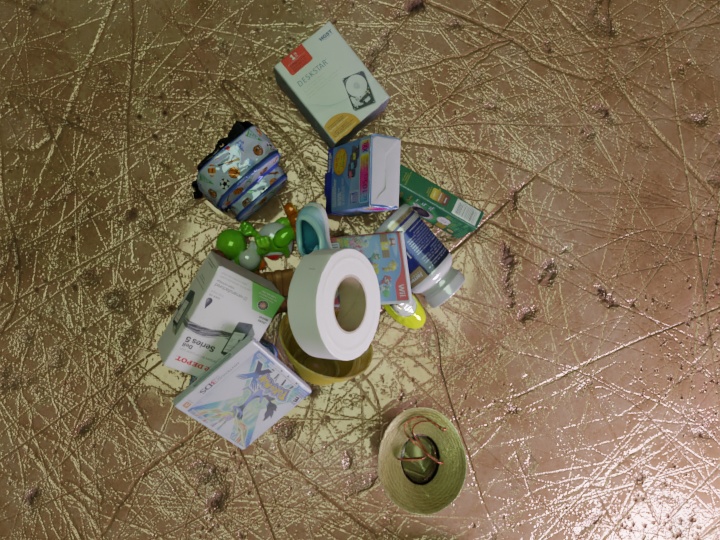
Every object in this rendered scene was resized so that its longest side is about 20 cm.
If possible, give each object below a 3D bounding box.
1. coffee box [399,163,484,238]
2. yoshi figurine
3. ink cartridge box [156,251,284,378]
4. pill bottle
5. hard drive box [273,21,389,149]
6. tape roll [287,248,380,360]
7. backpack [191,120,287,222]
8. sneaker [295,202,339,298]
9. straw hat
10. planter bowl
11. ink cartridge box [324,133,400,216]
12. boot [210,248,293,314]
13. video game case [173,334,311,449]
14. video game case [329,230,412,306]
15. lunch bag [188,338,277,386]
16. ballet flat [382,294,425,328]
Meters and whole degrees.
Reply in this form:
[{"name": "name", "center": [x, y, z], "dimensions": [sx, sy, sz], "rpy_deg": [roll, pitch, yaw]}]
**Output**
[{"name": "coffee box", "center": [0.146, -0.139, 1.112], "dimensions": [0.197, 0.123, 0.045], "rpy_deg": [29, 81, -3]}, {"name": "yoshi figurine", "center": [-0.212, -0.069, 1.100], "dimensions": [0.198, 0.113, 0.113], "rpy_deg": [-34, 75, -2]}, {"name": "ink cartridge box", "center": [-0.255, 0.093, 0.983], "dimensions": [0.144, 0.084, 0.202], "rpy_deg": [29, 94, -35]}, {"name": "pill bottle", "center": [0.118, -0.028, 1.112], "dimensions": [0.116, 0.116, 0.200], "rpy_deg": [-42, 91, -4]}, {"name": "hard drive box", "center": [-0.061, -0.380, 1.129], "dimensions": [0.155, 0.077, 0.201], "rpy_deg": [-41, 91, -5]}, {"name": "tape roll", "center": [-0.044, 0.061, 0.995], "dimensions": [0.070, 0.201, 0.207], "rpy_deg": [0, 88, 36]}, {"name": "backpack", "center": [-0.234, -0.190, 1.053], "dimensions": [0.154, 0.190, 0.200], "rpy_deg": [43, 85, -2]}, {"name": "sneaker", "center": [-0.091, -0.025, 1.053], "dimensions": [0.072, 0.082, 0.204], "rpy_deg": [-7, 110, 23]}, {"name": "straw hat", "center": [0.121, 0.390, 1.116], "dimensions": [0.196, 0.085, 0.206], "rpy_deg": [2, 76, -7]}, {"name": "planter bowl", "center": [-0.080, 0.167, 1.086], "dimensions": [0.197, 0.202, 0.084], "rpy_deg": [23, 123, -4]}, {"name": "ink cartridge box", "center": [-0.007, -0.184, 1.086], "dimensions": [0.075, 0.199, 0.140], "rpy_deg": [3, 88, -32]}, {"name": "boot", "center": [-0.206, 0.024, 1.066], "dimensions": [0.152, 0.077, 0.203], "rpy_deg": [-15, 126, -4]}, {"name": "video game case", "center": [-0.213, 0.234, 1.006], "dimensions": [0.181, 0.022, 0.201], "rpy_deg": [-39, 131, 0]}, {"name": "video game case", "center": [0.000, 0.000, 1.087], "dimensions": [0.196, 0.017, 0.146], "rpy_deg": [-4, 105, 20]}, {"name": "lunch bag", "center": [-0.260, 0.225, 1.098], "dimensions": [0.158, 0.076, 0.203], "rpy_deg": [23, 86, -6]}, {"name": "ballet flat", "center": [0.066, 0.045, 1.130], "dimensions": [0.067, 0.067, 0.201], "rpy_deg": [-41, 92, -5]}]
